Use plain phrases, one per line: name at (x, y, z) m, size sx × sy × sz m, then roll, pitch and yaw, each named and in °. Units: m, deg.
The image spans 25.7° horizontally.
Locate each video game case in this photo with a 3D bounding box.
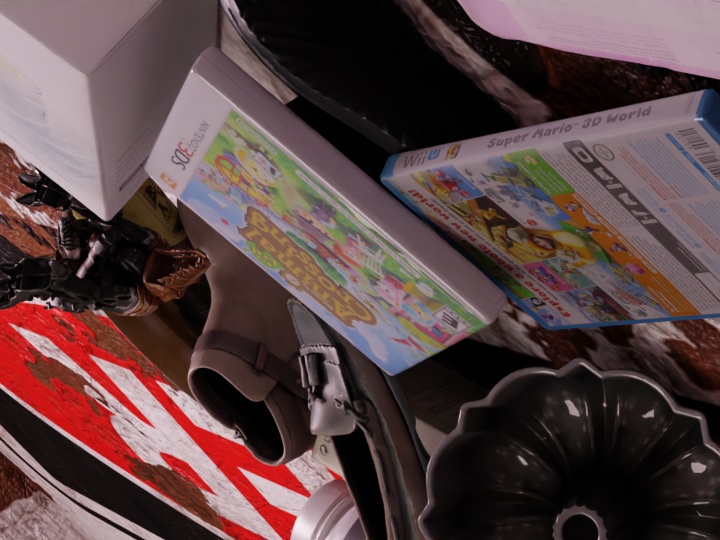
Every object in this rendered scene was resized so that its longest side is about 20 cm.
video game case at (0.122, -0.021, 0.747) m, size 0.143 × 0.018 × 0.199 m, roll 40°, pitch 151°, yaw -31°
video game case at (-0.028, -0.023, 0.874) m, size 0.199 × 0.022 × 0.182 m, roll 40°, pitch 161°, yaw -4°

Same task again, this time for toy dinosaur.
toy dinosaur at (-0.172, -0.011, 1.085) m, size 0.199 × 0.103 × 0.135 m, roll -26°, pitch 143°, yaw 37°

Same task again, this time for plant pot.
plant pot at (-0.148, 0.044, 1.254) m, size 0.200 × 0.027 × 0.200 m, roll 45°, pitch -176°, yaw -4°

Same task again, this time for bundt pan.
bundt pan at (0.140, 0.151, 0.947) m, size 0.201 × 0.203 × 0.076 m, roll 34°, pitch -167°, yaw 16°

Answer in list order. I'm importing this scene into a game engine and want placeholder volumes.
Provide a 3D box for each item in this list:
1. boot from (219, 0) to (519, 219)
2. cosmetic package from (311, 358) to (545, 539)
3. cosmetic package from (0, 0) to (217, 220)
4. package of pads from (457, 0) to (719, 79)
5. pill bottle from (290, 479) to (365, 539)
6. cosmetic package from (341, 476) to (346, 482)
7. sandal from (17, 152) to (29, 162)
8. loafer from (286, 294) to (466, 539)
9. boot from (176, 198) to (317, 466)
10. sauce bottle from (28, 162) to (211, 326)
boot at (-0.023, -0.092, 0.858) m, size 0.200 × 0.077 × 0.168 m, roll 39°, pitch 157°, yaw -16°
cosmetic package at (0.077, 0.134, 1.082) m, size 0.199 × 0.072 × 0.105 m, roll 28°, pitch -159°, yaw 26°
cosmetic package at (-0.196, -0.166, 0.952) m, size 0.199 × 0.123 × 0.200 m, roll 37°, pitch 159°, yaw 9°
package of pads at (0.127, -0.117, 0.475) m, size 0.199 × 0.121 × 0.076 m, roll 18°, pitch 151°, yaw 44°
pill bottle at (0.036, 0.282, 1.485) m, size 0.199 × 0.113 × 0.114 m, roll 25°, pitch 155°, yaw 35°
cosmetic package at (0.063, 0.185, 1.282) m, size 0.112 × 0.081 × 0.200 m, roll 14°, pitch 149°, yaw 54°
sandal at (-0.265, -0.148, 1.192) m, size 0.059 × 0.080 × 0.207 m, roll 10°, pitch 153°, yaw 51°
loafer at (0.001, 0.104, 0.997) m, size 0.201 × 0.063 × 0.072 m, roll 62°, pitch 160°, yaw -7°
boot at (-0.084, 0.038, 1.119) m, size 0.200 × 0.146 × 0.070 m, roll 46°, pitch 124°, yaw -5°
sauce bottle at (-0.166, -0.032, 1.177) m, size 0.064 × 0.065 × 0.200 m, roll 20°, pitch 156°, yaw 43°
